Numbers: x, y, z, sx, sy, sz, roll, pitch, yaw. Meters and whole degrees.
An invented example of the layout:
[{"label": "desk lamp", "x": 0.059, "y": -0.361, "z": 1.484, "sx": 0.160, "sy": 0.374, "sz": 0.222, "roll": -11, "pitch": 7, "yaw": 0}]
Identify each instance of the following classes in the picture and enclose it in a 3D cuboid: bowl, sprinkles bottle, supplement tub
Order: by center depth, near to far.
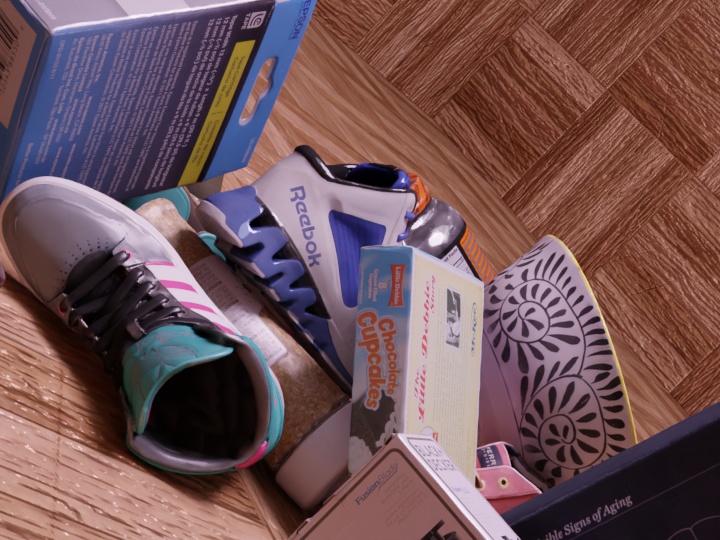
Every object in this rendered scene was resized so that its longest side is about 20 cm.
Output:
[{"label": "sprinkles bottle", "x": -0.075, "y": 0.049, "z": 0.939, "sx": 0.200, "sy": 0.068, "sz": 0.068, "roll": 46, "pitch": 10, "yaw": 10}, {"label": "bowl", "x": 0.119, "y": 0.083, "z": 1.116, "sx": 0.201, "sy": 0.093, "sz": 0.202, "roll": 164, "pitch": -90, "yaw": -85}, {"label": "supplement tub", "x": 0.053, "y": 0.032, "z": 1.236, "sx": 0.201, "sy": 0.122, "sz": 0.123, "roll": 59, "pitch": 6, "yaw": -15}]

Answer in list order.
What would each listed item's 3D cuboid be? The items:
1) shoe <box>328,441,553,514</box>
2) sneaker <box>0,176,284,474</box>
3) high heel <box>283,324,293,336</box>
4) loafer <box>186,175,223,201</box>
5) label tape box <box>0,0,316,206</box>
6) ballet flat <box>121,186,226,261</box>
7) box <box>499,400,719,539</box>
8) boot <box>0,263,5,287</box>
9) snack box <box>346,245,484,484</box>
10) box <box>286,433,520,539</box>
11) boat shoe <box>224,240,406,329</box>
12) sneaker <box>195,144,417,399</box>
[{"label": "shoe", "x": 0.052, "y": 0.138, "z": 1.020, "sx": 0.200, "sy": 0.091, "sz": 0.072, "roll": 39, "pitch": 11, "yaw": -30}, {"label": "sneaker", "x": -0.114, "y": 0.035, "z": 0.820, "sx": 0.200, "sy": 0.084, "sz": 0.121, "roll": 44, "pitch": 1, "yaw": -12}, {"label": "high heel", "x": -0.073, "y": 0.013, "z": 1.149, "sx": 0.095, "sy": 0.068, "sz": 0.201, "roll": 16, "pitch": 31, "yaw": -19}, {"label": "loafer", "x": -0.171, "y": -0.114, "z": 1.149, "sx": 0.199, "sy": 0.070, "sz": 0.075, "roll": 36, "pitch": 7, "yaw": 16}, {"label": "label tape box", "x": -0.133, "y": -0.112, "z": 0.913, "sx": 0.199, "sy": 0.144, "sz": 0.066, "roll": -20, "pitch": 57, "yaw": -44}, {"label": "ballet flat", "x": -0.135, "y": -0.031, "z": 1.060, "sx": 0.072, "sy": 0.068, "sz": 0.200, "roll": 27, "pitch": -4, "yaw": 40}, {"label": "box", "x": 0.170, "y": 0.194, "z": 0.832, "sx": 0.198, "sy": 0.199, "sz": 0.124, "roll": 63, "pitch": 11, "yaw": 6}, {"label": "boot", "x": -0.208, "y": -0.021, "z": 0.669, "sx": 0.166, "sy": 0.072, "sz": 0.200, "roll": 28, "pitch": 16, "yaw": -52}, {"label": "snack box", "x": 0.032, "y": 0.095, "z": 0.911, "sx": 0.116, "sy": 0.037, "sz": 0.202, "roll": 24, "pitch": 67, "yaw": -63}, {"label": "box", "x": 0.050, "y": 0.188, "z": 0.747, "sx": 0.200, "sy": 0.117, "sz": 0.060, "roll": 47, "pitch": 11, "yaw": 17}, {"label": "boat shoe", "x": 0.010, "y": 0.017, "z": 1.054, "sx": 0.199, "sy": 0.093, "sz": 0.075, "roll": 35, "pitch": 29, "yaw": -23}, {"label": "sneaker", "x": 0.000, "y": -0.001, "z": 0.965, "sx": 0.200, "sy": 0.115, "sz": 0.080, "roll": 54, "pitch": -11, "yaw": -29}]
